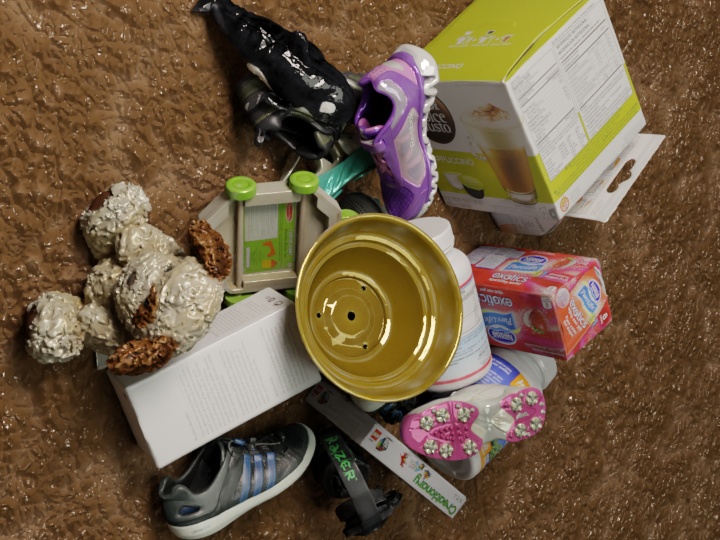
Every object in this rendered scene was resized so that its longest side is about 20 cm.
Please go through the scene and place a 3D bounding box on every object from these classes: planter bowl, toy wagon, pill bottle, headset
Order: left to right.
[{"bbox_3d":[-0.077,-0.036,1.323,0.199,0.040,0.156,-7,127,-17],"label":"toy wagon"},{"bbox_3d":[0.003,0.258,1.458,0.094,0.124,0.200,-25,148,-9],"label":"headset"},{"bbox_3d":[0.005,0.044,1.309,0.200,0.083,0.201,5,79,-27],"label":"planter bowl"},{"bbox_3d":[0.092,0.041,1.506,0.109,0.109,0.201,-31,117,-35],"label":"pill bottle"},{"bbox_3d":[0.169,0.171,1.597,0.200,0.112,0.112,-40,122,-30],"label":"pill bottle"}]

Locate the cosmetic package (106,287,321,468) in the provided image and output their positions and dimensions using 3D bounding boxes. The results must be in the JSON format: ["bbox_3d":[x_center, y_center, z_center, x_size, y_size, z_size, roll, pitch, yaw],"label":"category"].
[{"bbox_3d":[-0.153,0.110,1.285,0.199,0.071,0.102,-27,115,-20],"label":"cosmetic package"}]

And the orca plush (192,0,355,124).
[{"bbox_3d":[-0.075,-0.240,1.273,0.200,0.071,0.105,52,50,1],"label":"orca plush"}]

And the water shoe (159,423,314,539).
[{"bbox_3d":[-0.131,0.216,1.342,0.200,0.071,0.079,-35,123,-33],"label":"water shoe"}]

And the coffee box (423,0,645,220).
[{"bbox_3d":[0.194,-0.207,1.494,0.200,0.199,0.198,-45,124,-27],"label":"coffee box"}]

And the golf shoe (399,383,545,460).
[{"bbox_3d":[0.124,0.178,1.462,0.199,0.091,0.076,-5,101,-29],"label":"golf shoe"}]

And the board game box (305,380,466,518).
[{"bbox_3d":[0.032,0.216,1.467,0.035,0.126,0.200,-51,128,-6],"label":"board game box"}]

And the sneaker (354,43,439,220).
[{"bbox_3d":[0.032,-0.144,1.337,0.088,0.080,0.201,-27,127,-39],"label":"sneaker"}]

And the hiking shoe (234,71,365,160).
[{"bbox_3d":[-0.045,-0.165,1.348,0.199,0.076,0.101,-1,70,-34],"label":"hiking shoe"}]

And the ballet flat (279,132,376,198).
[{"bbox_3d":[-0.034,-0.119,1.394,0.200,0.067,0.071,-41,109,-32],"label":"ballet flat"}]

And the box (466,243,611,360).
[{"bbox_3d":[0.207,0.037,1.548,0.100,0.200,0.096,-35,118,-33],"label":"box"}]

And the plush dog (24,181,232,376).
[{"bbox_3d":[-0.205,0.032,1.186,0.160,0.171,0.201,41,69,-39],"label":"plush dog"}]

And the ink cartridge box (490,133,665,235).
[{"bbox_3d":[0.289,-0.114,1.597,0.162,0.200,0.050,-52,127,-23],"label":"ink cartridge box"}]

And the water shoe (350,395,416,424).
[{"bbox_3d":[0.040,0.142,1.428,0.071,0.200,0.079,-29,95,10],"label":"water shoe"}]

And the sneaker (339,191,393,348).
[{"bbox_3d":[0.000,0.000,1.400,0.091,0.077,0.201,4,65,-41],"label":"sneaker"}]

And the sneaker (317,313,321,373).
[{"bbox_3d":[-0.034,0.070,1.423,0.199,0.066,0.091,-17,111,-37],"label":"sneaker"}]
